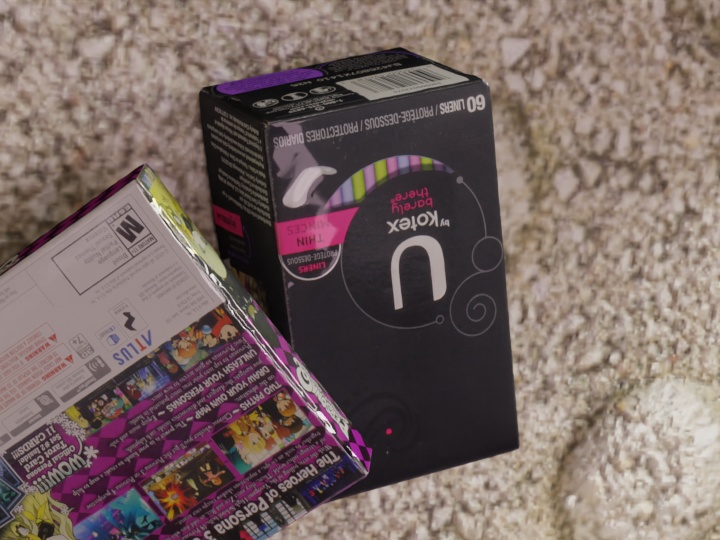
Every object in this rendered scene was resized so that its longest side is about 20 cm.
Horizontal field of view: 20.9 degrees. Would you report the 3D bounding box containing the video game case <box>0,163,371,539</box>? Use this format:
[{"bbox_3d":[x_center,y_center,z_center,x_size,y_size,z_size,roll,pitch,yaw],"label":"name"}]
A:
[{"bbox_3d":[-0.126,0.075,0.941,0.200,0.036,0.181,-34,103,16],"label":"video game case"}]

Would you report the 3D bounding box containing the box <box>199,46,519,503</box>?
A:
[{"bbox_3d":[0.000,0.000,0.998,0.122,0.106,0.200,-14,110,-19],"label":"box"}]
